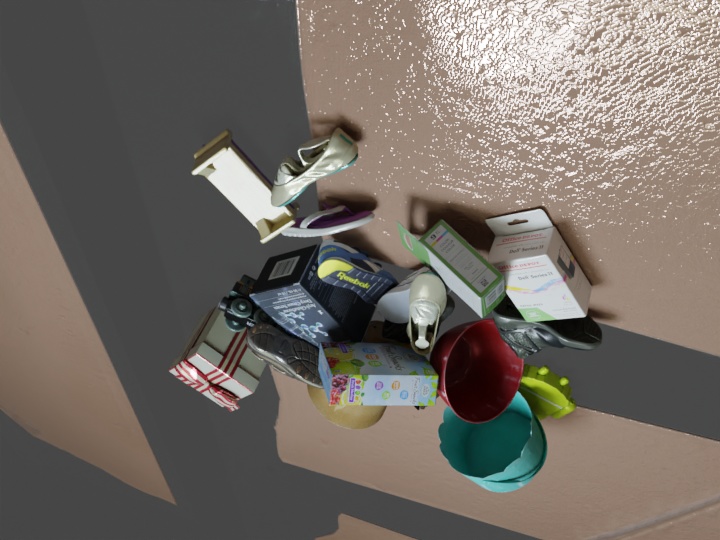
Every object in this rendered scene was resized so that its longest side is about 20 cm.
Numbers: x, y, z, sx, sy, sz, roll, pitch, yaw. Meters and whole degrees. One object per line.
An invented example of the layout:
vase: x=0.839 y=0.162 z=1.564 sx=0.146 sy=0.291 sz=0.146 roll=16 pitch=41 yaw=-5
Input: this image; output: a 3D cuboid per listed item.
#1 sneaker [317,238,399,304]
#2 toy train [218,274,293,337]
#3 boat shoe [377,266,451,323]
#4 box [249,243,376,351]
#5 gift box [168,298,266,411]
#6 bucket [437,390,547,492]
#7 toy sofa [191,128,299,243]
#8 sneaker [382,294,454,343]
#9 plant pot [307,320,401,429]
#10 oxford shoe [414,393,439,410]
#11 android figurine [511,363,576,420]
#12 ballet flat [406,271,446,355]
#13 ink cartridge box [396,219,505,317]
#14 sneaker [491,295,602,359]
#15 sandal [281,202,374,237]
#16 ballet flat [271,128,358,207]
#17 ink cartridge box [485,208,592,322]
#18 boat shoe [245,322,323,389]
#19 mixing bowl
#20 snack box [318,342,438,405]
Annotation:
sneaker: x=0.000 y=0.000 z=1.547 sx=0.074 sy=0.082 sz=0.200 roll=-41 pitch=131 yaw=24
toy train: x=-0.199 y=0.091 z=1.736 sx=0.199 sy=0.114 sz=0.085 roll=25 pitch=139 yaw=-3
boat shoe: x=0.112 y=0.038 z=1.520 sx=0.200 sy=0.065 sz=0.074 roll=-28 pitch=105 yaw=44
box: x=-0.094 y=0.062 z=1.643 sx=0.148 sy=0.107 sz=0.200 roll=-14 pitch=130 yaw=41
gift box: x=-0.319 y=0.210 z=1.898 sx=0.184 sy=0.187 sz=0.200 roll=35 pitch=143 yaw=-14
bucket: x=0.270 y=0.340 z=1.646 sx=0.206 sy=0.208 sz=0.135 roll=0 pitch=150 yaw=31
toy sofa: x=-0.202 y=-0.156 z=1.465 sx=0.083 sy=0.098 sz=0.200 roll=-31 pitch=120 yaw=21
sneaker: x=0.127 y=0.095 z=1.597 sx=0.090 sy=0.076 sz=0.200 roll=26 pitch=150 yaw=-23
plant pot: x=0.008 y=0.201 z=1.726 sx=0.186 sy=0.187 sz=0.200 roll=27 pitch=130 yaw=-4
oxford shoe: x=0.135 y=0.244 z=1.701 sx=0.199 sy=0.085 sz=0.073 roll=1 pitch=-163 yaw=-37
android figurine: x=0.351 y=0.246 z=1.671 sx=0.181 sy=0.041 sz=0.200 roll=27 pitch=147 yaw=-2
ballet flat: x=0.115 y=0.085 z=1.457 sx=0.069 sy=0.070 sz=0.200 roll=15 pitch=144 yaw=13
ink cartridge box: x=0.153 y=-0.019 z=1.380 sx=0.200 sy=0.059 sz=0.104 roll=44 pitch=172 yaw=22
sneaker: x=0.338 y=0.115 z=1.484 sx=0.198 sy=0.076 sz=0.114 roll=11 pitch=145 yaw=23
sandal: x=-0.069 y=-0.095 z=1.464 sx=0.202 sy=0.082 sz=0.050 roll=-5 pitch=110 yaw=34
ballet flat: x=-0.092 y=-0.173 z=1.353 sx=0.200 sy=0.070 sz=0.069 roll=-28 pitch=121 yaw=32
ink cartridge box: x=0.290 y=-0.004 z=1.363 sx=0.117 sy=0.067 sz=0.200 roll=-10 pitch=132 yaw=40
boat shoe: x=-0.146 y=0.177 z=1.675 sx=0.200 sy=0.075 sz=0.073 roll=36 pitch=152 yaw=-7
mixing bowl: x=0.205 y=0.183 z=1.572 sx=0.200 sy=0.200 sz=0.108 roll=47 pitch=160 yaw=-29
snack box: x=0.029 y=0.192 z=1.541 sx=0.199 sy=0.169 sz=0.068 roll=3 pitch=105 yaw=-12
